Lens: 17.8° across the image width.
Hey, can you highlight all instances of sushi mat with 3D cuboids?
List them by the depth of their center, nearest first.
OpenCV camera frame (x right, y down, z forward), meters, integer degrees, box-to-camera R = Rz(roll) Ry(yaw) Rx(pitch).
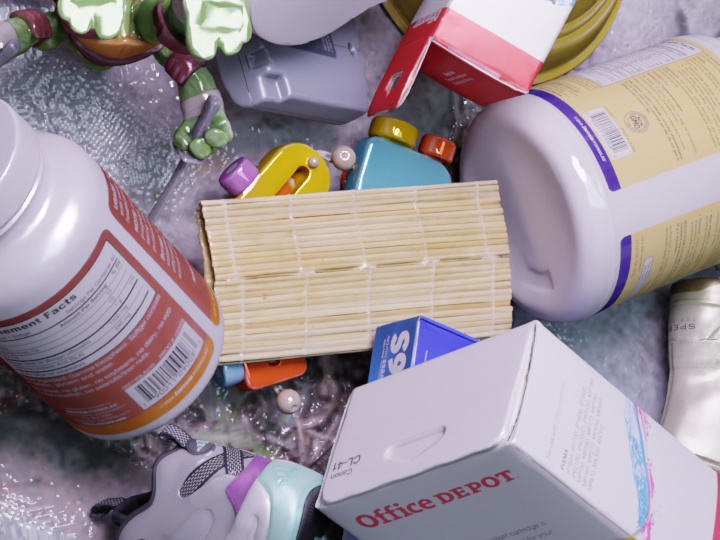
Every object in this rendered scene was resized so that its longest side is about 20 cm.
[{"bbox_3d":[0.000,0.000,1.349,0.199,0.012,0.096,-5,90,-27],"label":"sushi mat"}]

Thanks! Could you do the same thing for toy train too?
[{"bbox_3d":[-0.019,-0.009,1.379,0.200,0.056,0.151,-23,98,-26],"label":"toy train"}]

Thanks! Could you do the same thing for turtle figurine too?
[{"bbox_3d":[-0.136,-0.097,1.242,0.144,0.194,0.200,41,73,-7],"label":"turtle figurine"}]

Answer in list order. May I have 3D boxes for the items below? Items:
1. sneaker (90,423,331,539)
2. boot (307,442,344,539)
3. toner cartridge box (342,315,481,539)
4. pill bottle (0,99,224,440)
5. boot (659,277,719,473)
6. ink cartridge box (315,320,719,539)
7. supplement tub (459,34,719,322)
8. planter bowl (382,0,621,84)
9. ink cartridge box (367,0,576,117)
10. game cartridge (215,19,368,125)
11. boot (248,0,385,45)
[{"bbox_3d":[-0.095,0.173,1.298,0.078,0.140,0.201,-38,146,-55],"label":"sneaker"},{"bbox_3d":[0.037,0.157,1.372,0.174,0.069,0.200,-41,104,-29],"label":"boot"},{"bbox_3d":[0.041,0.136,1.319,0.095,0.043,0.201,24,66,-33],"label":"toner cartridge box"},{"bbox_3d":[-0.165,-0.002,1.226,0.112,0.112,0.200,-61,140,-20],"label":"pill bottle"},{"bbox_3d":[0.279,0.103,1.494,0.199,0.072,0.155,17,75,-17],"label":"boot"},{"bbox_3d":[0.100,0.130,1.240,0.200,0.147,0.086,41,47,-27],"label":"ink cartridge box"},{"bbox_3d":[0.178,-0.063,1.427,0.200,0.145,0.146,-20,91,-27],"label":"supplement tub"},{"bbox_3d":[0.105,-0.223,1.451,0.200,0.083,0.201,4,80,-26],"label":"planter bowl"},{"bbox_3d":[0.084,-0.165,1.335,0.067,0.116,0.200,29,87,-8],"label":"ink cartridge box"},{"bbox_3d":[-0.056,-0.183,1.350,0.133,0.041,0.201,9,63,-65],"label":"game cartridge"},{"bbox_3d":[-0.033,-0.189,1.292,0.095,0.074,0.200,36,31,19],"label":"boot"}]
